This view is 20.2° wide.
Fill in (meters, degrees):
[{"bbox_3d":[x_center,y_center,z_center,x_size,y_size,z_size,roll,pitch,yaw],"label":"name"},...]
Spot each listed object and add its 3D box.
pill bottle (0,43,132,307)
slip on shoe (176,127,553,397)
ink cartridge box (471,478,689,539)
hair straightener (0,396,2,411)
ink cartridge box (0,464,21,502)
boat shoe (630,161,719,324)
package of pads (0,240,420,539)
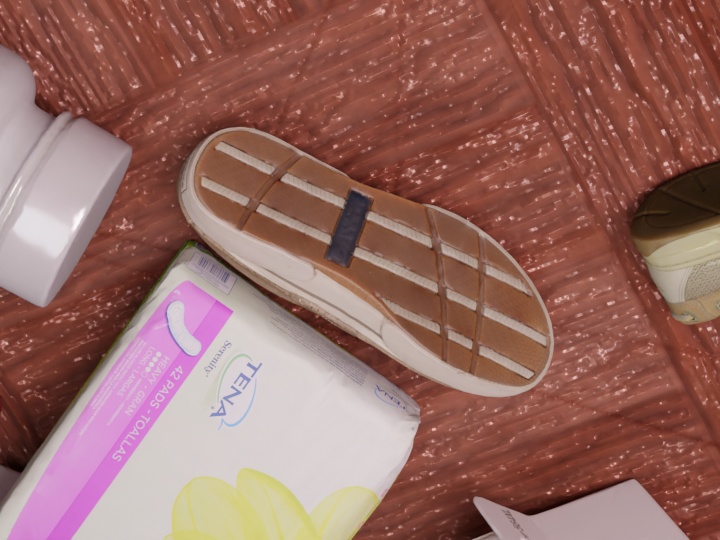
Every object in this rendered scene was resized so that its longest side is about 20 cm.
[{"bbox_3d":[-0.216,-0.068,0.960,0.200,0.114,0.114,29,119,-3],"label":"pill bottle"},{"bbox_3d":[0.000,0.000,0.979,0.200,0.076,0.061,26,160,-10],"label":"slip on shoe"},{"bbox_3d":[0.117,0.210,0.995,0.125,0.129,0.200,-19,114,-10],"label":"ink cartridge box"},{"bbox_3d":[-0.230,0.133,1.017,0.077,0.200,0.041,-19,131,15],"label":"hair straightener"},{"bbox_3d":[-0.267,0.151,1.047,0.200,0.176,0.045,23,130,1],"label":"ink cartridge box"},{"bbox_3d":[0.223,-0.024,0.907,0.200,0.073,0.063,-17,119,23],"label":"boat shoe"},{"bbox_3d":[-0.081,0.109,1.013,0.154,0.068,0.200,35,98,-7],"label":"package of pads"}]
